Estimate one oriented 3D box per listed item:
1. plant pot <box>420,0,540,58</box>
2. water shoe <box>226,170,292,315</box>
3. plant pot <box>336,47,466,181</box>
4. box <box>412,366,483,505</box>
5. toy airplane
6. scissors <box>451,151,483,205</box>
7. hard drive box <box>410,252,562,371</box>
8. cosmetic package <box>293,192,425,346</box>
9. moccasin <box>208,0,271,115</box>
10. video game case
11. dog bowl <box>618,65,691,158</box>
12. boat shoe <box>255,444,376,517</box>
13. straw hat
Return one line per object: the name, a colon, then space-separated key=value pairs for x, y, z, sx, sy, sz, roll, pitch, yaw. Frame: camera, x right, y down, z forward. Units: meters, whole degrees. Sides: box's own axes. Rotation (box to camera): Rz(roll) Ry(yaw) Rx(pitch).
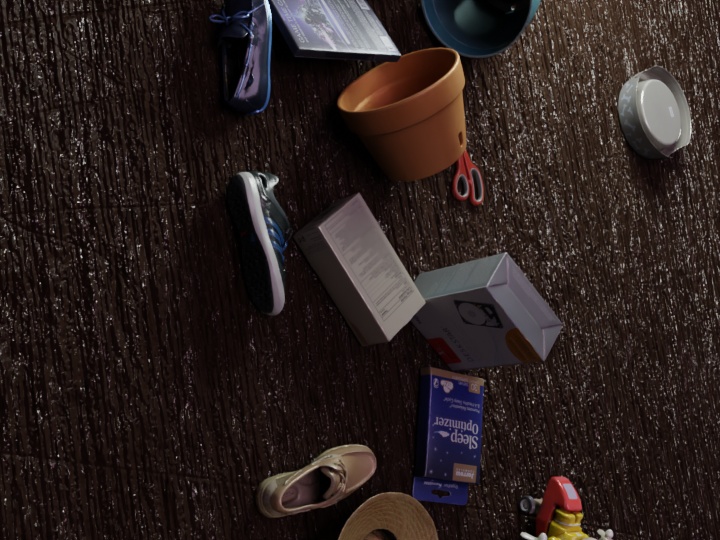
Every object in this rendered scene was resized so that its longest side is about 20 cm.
plant pot: x=0.230 y=-0.495 z=1.507 sx=0.202 sy=0.198 sz=0.188 roll=59 pitch=39 yaw=-12
water shoe: x=-0.123 y=-0.041 z=1.202 sx=0.078 sy=0.071 sz=0.203 roll=-12 pitch=89 yaw=-41
plant pot: x=0.078 y=-0.231 z=1.335 sx=0.200 sy=0.198 sz=0.141 roll=-46 pitch=125 yaw=-34
box: x=0.140 y=0.263 z=1.371 sx=0.120 sy=0.032 sz=0.203 roll=16 pitch=72 yaw=-35
toy airplane: x=0.332 y=0.466 z=1.408 sx=0.200 sy=0.140 sz=0.200 roll=-44 pitch=108 yaw=-35
scissors: x=0.175 y=-0.213 z=1.510 sx=0.072 sy=0.014 sz=0.203 roll=-4 pitch=82 yaw=-36
hard drive box: x=0.182 y=0.069 z=1.335 sx=0.156 sy=0.199 sz=0.077 roll=49 pitch=57 yaw=-18
cosmetic package: x=0.000 y=0.000 z=1.289 sx=0.105 sy=0.071 sz=0.202 roll=-40 pitch=105 yaw=-37
moccasin: x=-0.165 y=-0.324 z=1.219 sx=0.068 sy=0.080 sz=0.203 roll=0 pitch=80 yaw=-49
video game case: x=-0.046 y=-0.377 z=1.327 sx=0.198 sy=0.019 sz=0.144 roll=-8 pitch=59 yaw=-38
dog bowl: x=0.626 y=-0.331 z=1.856 sx=0.198 sy=0.058 sz=0.203 roll=9 pitch=76 yaw=-37
boat shoe: x=-0.047 y=0.293 z=1.196 sx=0.198 sy=0.064 sz=0.072 roll=-16 pitch=90 yaw=-39
straw hat: x=0.013 y=0.406 z=1.208 sx=0.199 sy=0.085 sz=0.205 roll=4 pitch=84 yaw=-35
